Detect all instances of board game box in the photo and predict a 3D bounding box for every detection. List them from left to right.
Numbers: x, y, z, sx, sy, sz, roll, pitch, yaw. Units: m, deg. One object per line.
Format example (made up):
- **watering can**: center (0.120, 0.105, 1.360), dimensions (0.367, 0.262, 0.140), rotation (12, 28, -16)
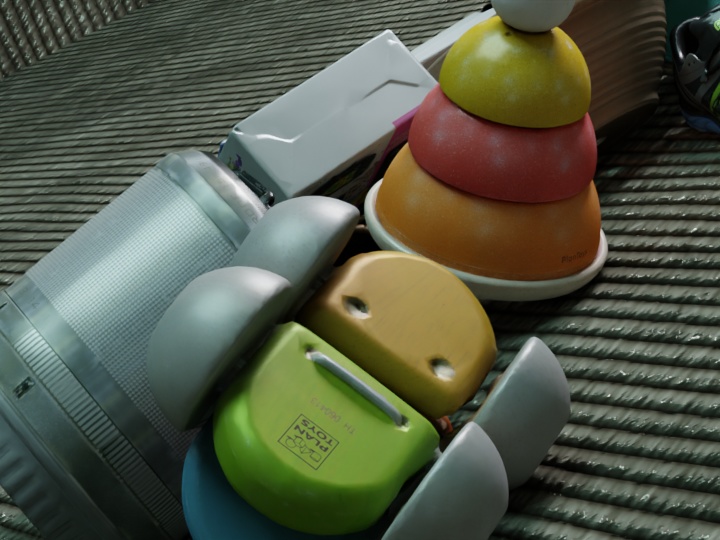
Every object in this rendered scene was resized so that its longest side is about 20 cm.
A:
- **board game box**: center (-0.042, -0.048, 1.564), dimensions (0.147, 0.064, 0.200), rotation (-34, -14, -33)

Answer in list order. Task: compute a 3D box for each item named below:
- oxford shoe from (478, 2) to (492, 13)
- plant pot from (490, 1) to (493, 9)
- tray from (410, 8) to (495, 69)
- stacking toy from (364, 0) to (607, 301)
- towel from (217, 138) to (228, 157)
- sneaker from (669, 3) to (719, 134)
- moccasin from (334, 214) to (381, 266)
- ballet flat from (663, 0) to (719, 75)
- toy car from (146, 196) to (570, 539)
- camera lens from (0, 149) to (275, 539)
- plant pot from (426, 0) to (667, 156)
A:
- **oxford shoe**: center (0.127, -0.182, 1.927), dimensions (0.073, 0.085, 0.200), rotation (-25, 12, 2)
- **plant pot**: center (0.155, -0.254, 1.715), dimensions (0.200, 0.140, 0.200), rotation (-33, -11, -7)
- **tray**: center (0.049, -0.115, 1.701), dimensions (0.107, 0.022, 0.200), rotation (-33, -19, -25)
- **stacking toy**: center (0.088, -0.096, 1.380), dimensions (0.146, 0.200, 0.146), rotation (9, 28, -5)
- **towel**: center (-0.085, -0.040, 1.654), dimensions (0.147, 0.024, 0.200), rotation (-27, -20, -48)
- **sneaker**: center (0.245, -0.129, 1.538), dimensions (0.071, 0.083, 0.200), rotation (-27, 15, -11)
- **moccasin**: center (-0.002, 0.001, 1.480), dimensions (0.073, 0.078, 0.201), rotation (-26, 12, 3)
- **ballet flat**: center (0.263, -0.184, 1.787), dimensions (0.200, 0.071, 0.065), rotation (-30, -12, -32)
- **toy car**: center (-0.014, 0.076, 1.129), dimensions (0.150, 0.175, 0.200), rotation (-56, -5, 33)
- **camera lens**: center (-0.107, 0.048, 1.267), dimensions (0.200, 0.160, 0.160), rotation (-40, 16, -7)
- **plant pot**: center (0.135, -0.123, 1.612), dimensions (0.201, 0.093, 0.201), rotation (-32, -10, -6)
